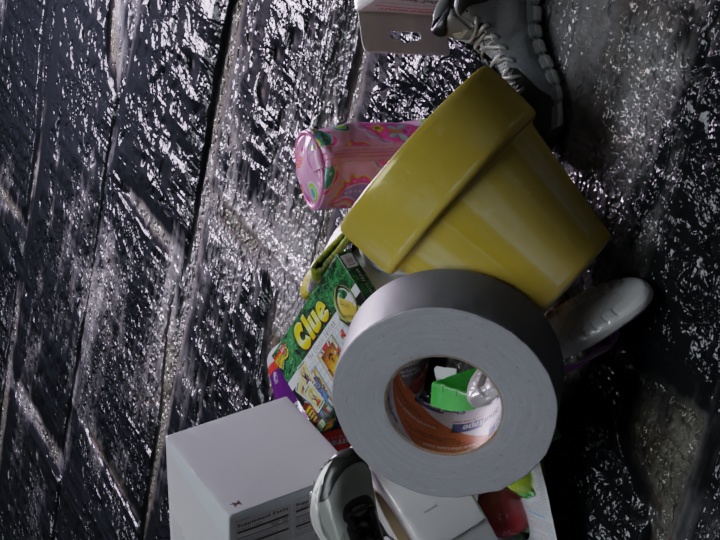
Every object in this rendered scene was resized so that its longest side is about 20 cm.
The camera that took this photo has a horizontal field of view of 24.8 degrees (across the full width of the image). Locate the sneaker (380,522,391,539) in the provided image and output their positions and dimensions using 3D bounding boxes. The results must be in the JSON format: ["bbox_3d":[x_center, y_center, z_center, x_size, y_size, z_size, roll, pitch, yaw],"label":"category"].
[{"bbox_3d":[0.005,0.309,1.820,0.200,0.095,0.080,-38,62,57],"label":"sneaker"}]

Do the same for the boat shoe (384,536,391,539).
[{"bbox_3d":[0.030,0.318,1.634,0.072,0.065,0.200,62,170,-15],"label":"boat shoe"}]

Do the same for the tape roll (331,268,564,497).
[{"bbox_3d":[0.077,0.101,1.436,0.066,0.199,0.201,-70,-2,-58],"label":"tape roll"}]

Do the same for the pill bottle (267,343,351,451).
[{"bbox_3d":[-0.034,0.174,1.857,0.112,0.112,0.201,-42,57,53],"label":"pill bottle"}]

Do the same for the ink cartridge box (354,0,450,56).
[{"bbox_3d":[0.051,-0.324,1.662,0.067,0.116,0.202,-21,75,56],"label":"ink cartridge box"}]

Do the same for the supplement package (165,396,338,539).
[{"bbox_3d":[-0.107,0.273,1.745,0.152,0.150,0.201,42,139,46],"label":"supplement package"}]

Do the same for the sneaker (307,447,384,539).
[{"bbox_3d":[0.002,0.265,1.557,0.079,0.074,0.202,7,106,44],"label":"sneaker"}]

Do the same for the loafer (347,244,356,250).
[{"bbox_3d":[0.000,0.000,1.823,0.200,0.072,0.073,-57,46,47],"label":"loafer"}]

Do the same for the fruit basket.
[{"bbox_3d":[0.142,0.196,1.599,0.185,0.093,0.201,10,121,66],"label":"fruit basket"}]

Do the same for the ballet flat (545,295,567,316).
[{"bbox_3d":[0.131,0.006,1.602,0.200,0.064,0.076,51,131,46],"label":"ballet flat"}]

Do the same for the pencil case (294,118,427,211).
[{"bbox_3d":[0.035,-0.110,1.627,0.087,0.198,0.088,173,90,-71],"label":"pencil case"}]

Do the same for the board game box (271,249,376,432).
[{"bbox_3d":[-0.028,0.077,1.696,0.105,0.023,0.200,59,143,21],"label":"board game box"}]

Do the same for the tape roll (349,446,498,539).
[{"bbox_3d":[0.068,0.245,1.632,0.203,0.070,0.203,57,170,17],"label":"tape roll"}]

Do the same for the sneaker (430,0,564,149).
[{"bbox_3d":[0.120,-0.204,1.552,0.075,0.115,0.202,-30,66,57],"label":"sneaker"}]

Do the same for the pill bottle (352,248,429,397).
[{"bbox_3d":[0.028,0.040,1.719,0.111,0.110,0.201,52,142,45],"label":"pill bottle"}]

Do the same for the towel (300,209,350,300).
[{"bbox_3d":[-0.019,-0.038,1.764,0.144,0.023,0.200,-56,0,-9],"label":"towel"}]

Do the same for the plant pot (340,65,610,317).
[{"bbox_3d":[0.115,-0.048,1.480,0.189,0.201,0.201,43,140,2],"label":"plant pot"}]

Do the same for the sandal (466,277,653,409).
[{"bbox_3d":[0.185,0.071,1.483,0.202,0.050,0.083,-32,23,26],"label":"sandal"}]
